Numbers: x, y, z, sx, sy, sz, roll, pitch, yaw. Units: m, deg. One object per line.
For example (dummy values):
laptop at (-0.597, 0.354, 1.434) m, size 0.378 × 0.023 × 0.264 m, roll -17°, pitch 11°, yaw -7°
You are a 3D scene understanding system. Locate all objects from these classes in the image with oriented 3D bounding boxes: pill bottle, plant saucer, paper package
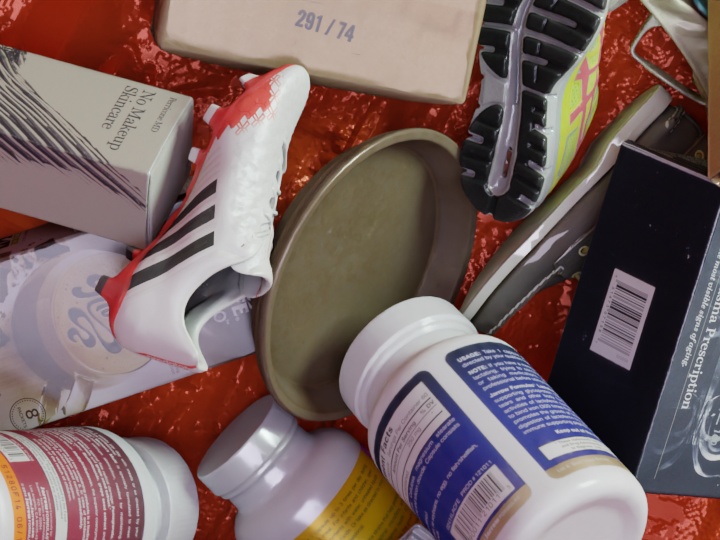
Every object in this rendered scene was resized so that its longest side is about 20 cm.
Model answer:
pill bottle at (-0.196, 0.152, 1.488) m, size 0.109 × 0.200 × 0.110 m, roll -1°, pitch 88°, yaw 35°
plant saucer at (0.000, 0.000, 1.510) m, size 0.029 × 0.200 × 0.200 m, roll 29°, pitch 101°, yaw 34°
pill bottle at (-0.010, 0.173, 1.564) m, size 0.200 × 0.104 × 0.104 m, roll 44°, pitch 95°, yaw -13°
pill bottle at (0.076, 0.111, 1.469) m, size 0.116 × 0.200 × 0.116 m, roll -22°, pitch 137°, yaw -22°
paper package at (-0.021, -0.211, 1.483) m, size 0.200 × 0.103 × 0.191 m, roll 9°, pitch 102°, yaw -8°

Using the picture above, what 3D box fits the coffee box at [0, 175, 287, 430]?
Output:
coffee box at (-0.158, 0.019, 1.529) m, size 0.200 × 0.080 × 0.113 m, roll -19°, pitch 102°, yaw -1°

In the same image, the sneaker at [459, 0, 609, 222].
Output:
sneaker at (0.119, -0.134, 1.521) m, size 0.078 × 0.090 × 0.200 m, roll 26°, pitch 113°, yaw 22°

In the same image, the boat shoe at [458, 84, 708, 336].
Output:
boat shoe at (0.145, -0.028, 1.553) m, size 0.060 × 0.072 × 0.202 m, roll 42°, pitch 91°, yaw -7°

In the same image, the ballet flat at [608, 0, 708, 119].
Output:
ballet flat at (0.187, -0.172, 1.533) m, size 0.069 × 0.069 × 0.200 m, roll -41°, pitch 102°, yaw 4°

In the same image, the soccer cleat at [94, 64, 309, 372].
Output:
soccer cleat at (-0.075, -0.031, 1.423) m, size 0.085 × 0.069 × 0.200 m, roll 29°, pitch 77°, yaw 22°

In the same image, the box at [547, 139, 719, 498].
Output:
box at (0.233, 0.037, 1.522) m, size 0.182 × 0.104 × 0.200 m, roll 7°, pitch 104°, yaw -37°

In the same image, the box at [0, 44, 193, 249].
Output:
box at (-0.208, -0.085, 1.466) m, size 0.200 × 0.082 × 0.068 m, roll 15°, pitch 136°, yaw 8°

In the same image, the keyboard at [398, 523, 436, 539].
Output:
keyboard at (0.001, 0.232, 1.530) m, size 0.056 × 0.011 × 0.200 m, roll 34°, pitch 126°, yaw -12°

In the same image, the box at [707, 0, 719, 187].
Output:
box at (0.285, -0.099, 1.490) m, size 0.163 × 0.200 × 0.021 m, roll 24°, pitch 137°, yaw -19°
